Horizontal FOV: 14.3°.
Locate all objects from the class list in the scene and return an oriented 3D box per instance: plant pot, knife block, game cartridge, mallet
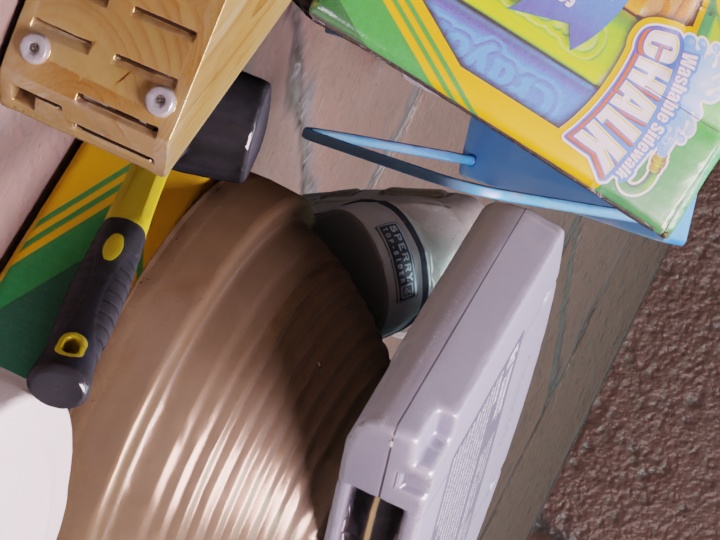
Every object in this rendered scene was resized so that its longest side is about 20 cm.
[{"bbox_3d":[-0.044,0.073,1.056,0.202,0.092,0.201,-61,169,-20],"label":"plant pot"},{"bbox_3d":[-0.036,-0.136,0.983,0.201,0.064,0.176,-68,169,6],"label":"knife block"},{"bbox_3d":[0.025,0.072,1.048,0.134,0.040,0.201,-53,164,-38],"label":"game cartridge"},{"bbox_3d":[-0.067,-0.014,0.943,0.200,0.065,0.041,-87,-169,-57],"label":"mallet"}]

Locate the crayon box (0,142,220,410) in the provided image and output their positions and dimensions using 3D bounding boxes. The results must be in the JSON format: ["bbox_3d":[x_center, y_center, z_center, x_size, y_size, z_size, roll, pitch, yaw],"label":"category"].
[{"bbox_3d":[-0.093,0.013,1.068,0.126,0.051,0.201,92,23,-63],"label":"crayon box"}]

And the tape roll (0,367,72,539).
[{"bbox_3d":[-0.166,0.114,0.883,0.203,0.070,0.203,-61,169,-21],"label":"tape roll"}]

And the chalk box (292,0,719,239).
[{"bbox_3d":[0.090,-0.098,1.056,0.124,0.199,0.125,-58,-171,5],"label":"chalk box"}]

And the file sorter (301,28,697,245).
[{"bbox_3d":[0.070,-0.129,1.192,0.122,0.138,0.201,7,99,-38],"label":"file sorter"}]

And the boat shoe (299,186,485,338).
[{"bbox_3d":[-0.001,-0.005,1.181,0.086,0.075,0.202,-16,179,-27],"label":"boat shoe"}]

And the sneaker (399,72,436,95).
[{"bbox_3d":[0.050,-0.155,1.358,0.200,0.075,0.116,50,57,-74],"label":"sneaker"}]
